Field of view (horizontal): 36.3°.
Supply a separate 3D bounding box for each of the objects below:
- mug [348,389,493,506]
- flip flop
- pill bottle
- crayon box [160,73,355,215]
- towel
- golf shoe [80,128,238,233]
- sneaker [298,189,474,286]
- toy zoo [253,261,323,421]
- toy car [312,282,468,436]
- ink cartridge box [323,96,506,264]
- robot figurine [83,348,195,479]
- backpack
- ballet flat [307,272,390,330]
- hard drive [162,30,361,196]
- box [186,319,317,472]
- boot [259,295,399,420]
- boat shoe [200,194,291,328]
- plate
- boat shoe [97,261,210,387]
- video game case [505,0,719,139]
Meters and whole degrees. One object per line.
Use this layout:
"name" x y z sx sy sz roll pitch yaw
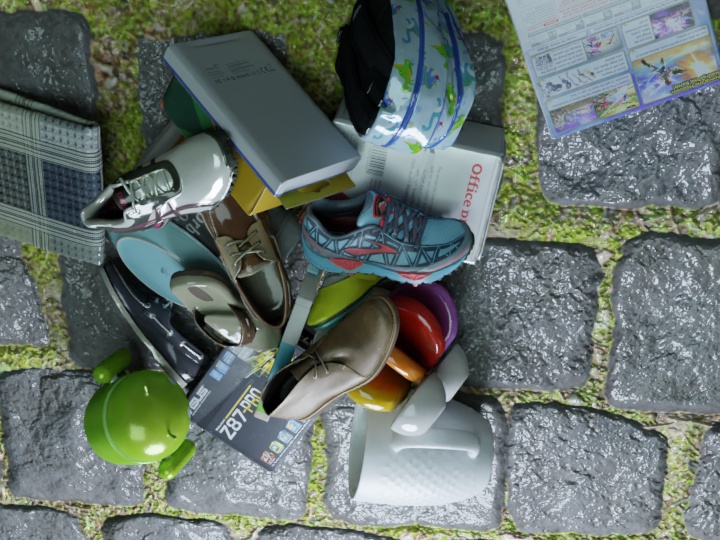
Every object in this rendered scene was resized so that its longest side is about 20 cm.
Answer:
"mug" 0.084 0.225 1.404 0.172 0.151 0.200 7 164 -7
"flip flop" -0.161 0.059 1.311 0.080 0.059 0.200 -14 151 17
"pill bottle" -0.169 -0.083 1.298 0.199 0.117 0.116 40 118 -15
"crayon box" -0.112 -0.138 1.201 0.201 0.126 0.051 50 128 16
"towel" -0.396 -0.116 1.342 0.197 0.035 0.196 17 124 16
"golf shoe" -0.210 -0.083 1.158 0.198 0.088 0.078 -25 88 37
"sneaker" 0.027 -0.041 1.204 0.196 0.080 0.096 0 143 8
"toy zoo" -0.078 0.065 1.320 0.020 0.132 0.203 20 114 -2
"toy car" 0.054 0.081 1.316 0.174 0.200 0.151 37 119 9
"ink cartridge box" 0.059 -0.105 1.272 0.196 0.085 0.148 13 121 2
"robot figurine" -0.294 0.195 1.442 0.177 0.115 0.199 58 150 -6
"backpack" 0.043 -0.211 1.146 0.152 0.201 0.165 25 120 -8
"ballet flat" 0.000 0.000 1.294 0.066 0.199 0.068 -18 100 52
"hard drive" -0.104 -0.173 1.177 0.201 0.131 0.025 50 131 15
"box" -0.128 0.157 1.471 0.160 0.049 0.201 35 118 -9
"boot" -0.035 0.103 1.221 0.200 0.075 0.074 -46 63 26
"boat shoe" -0.122 -0.023 1.223 0.075 0.072 0.202 -26 117 -2
"plate" -0.237 -0.004 1.344 0.197 0.026 0.201 25 152 15
"boat shoe" -0.269 0.061 1.437 0.062 0.073 0.202 -35 112 -7
"video game case" 0.271 -0.259 1.176 0.197 0.046 0.184 -17 115 17
